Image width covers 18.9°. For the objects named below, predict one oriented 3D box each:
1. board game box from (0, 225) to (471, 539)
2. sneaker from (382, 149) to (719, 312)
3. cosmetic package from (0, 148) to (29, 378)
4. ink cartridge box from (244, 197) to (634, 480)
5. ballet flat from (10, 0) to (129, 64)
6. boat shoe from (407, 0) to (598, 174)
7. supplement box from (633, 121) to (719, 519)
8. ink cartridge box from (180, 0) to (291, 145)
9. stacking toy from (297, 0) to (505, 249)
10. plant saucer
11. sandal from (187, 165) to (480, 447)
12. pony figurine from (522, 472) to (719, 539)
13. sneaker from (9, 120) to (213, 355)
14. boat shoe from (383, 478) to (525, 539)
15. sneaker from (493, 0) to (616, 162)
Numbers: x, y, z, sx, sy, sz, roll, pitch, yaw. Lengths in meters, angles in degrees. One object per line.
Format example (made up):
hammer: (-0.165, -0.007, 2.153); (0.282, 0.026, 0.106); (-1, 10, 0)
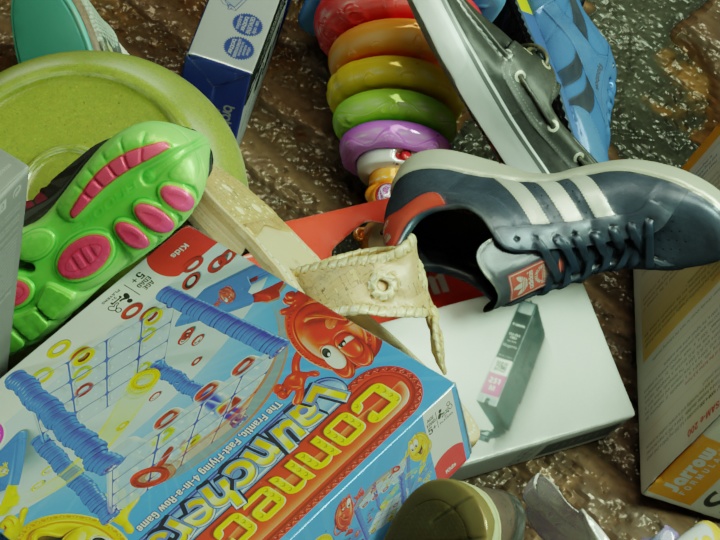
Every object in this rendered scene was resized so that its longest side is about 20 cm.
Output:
board game box: (-0.084, 0.091, 1.058); (0.195, 0.056, 0.200); (29, 58, 35)
sneaker: (0.107, -0.012, 1.200); (0.198, 0.075, 0.085); (3, 42, 16)
cosmetic package: (-0.231, 0.010, 1.060); (0.106, 0.201, 0.090); (29, 48, 12)
ink cartridge box: (0.036, 0.033, 1.226); (0.199, 0.044, 0.175); (-14, 74, -24)
ballet flat: (-0.150, -0.090, 1.291); (0.071, 0.069, 0.201); (5, 53, -49)
boat shoe: (0.093, -0.100, 1.273); (0.056, 0.069, 0.201); (-33, 106, 3)
supplement box: (0.219, 0.026, 1.248); (0.073, 0.126, 0.201); (18, 49, -17)
ink cartridge box: (-0.069, -0.164, 1.347); (0.044, 0.094, 0.201); (17, 50, -1)
stacking toy: (0.020, -0.090, 1.324); (0.115, 0.110, 0.201); (13, 64, -17)
plant saucer: (-0.162, -0.039, 1.213); (0.198, 0.031, 0.202); (-1, 69, 3)
sandal: (-0.002, 0.001, 1.148); (0.211, 0.070, 0.078); (41, 19, 8)
pony figurine: (0.133, 0.201, 1.091); (0.199, 0.167, 0.193); (-22, 67, -46)
sneaker: (-0.155, -0.014, 1.146); (0.077, 0.199, 0.084); (62, 19, -4)
boat shoe: (0.023, 0.191, 1.044); (0.066, 0.202, 0.072); (8, 23, -48)
sneaker: (0.140, -0.111, 1.381); (0.078, 0.066, 0.201); (0, 52, -20)
